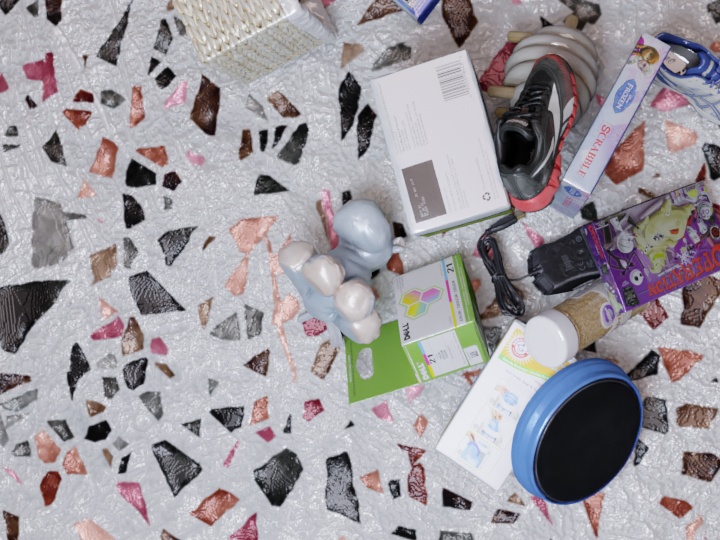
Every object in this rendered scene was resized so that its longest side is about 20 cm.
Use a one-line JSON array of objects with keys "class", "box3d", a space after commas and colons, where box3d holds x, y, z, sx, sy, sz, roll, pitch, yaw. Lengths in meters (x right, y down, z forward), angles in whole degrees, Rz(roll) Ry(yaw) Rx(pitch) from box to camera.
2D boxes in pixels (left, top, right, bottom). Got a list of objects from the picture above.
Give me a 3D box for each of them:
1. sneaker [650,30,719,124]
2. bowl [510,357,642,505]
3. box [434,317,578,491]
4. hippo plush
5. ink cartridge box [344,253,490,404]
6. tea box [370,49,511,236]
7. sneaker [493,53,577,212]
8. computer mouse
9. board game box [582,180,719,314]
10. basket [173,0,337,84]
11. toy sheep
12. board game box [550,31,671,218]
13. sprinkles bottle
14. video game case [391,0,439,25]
[{"class": "sneaker", "box3d": [0.451, -0.246, 1.363, 0.197, 0.088, 0.076, 26, 93, 7]}, {"class": "bowl", "box3d": [0.285, 0.213, 1.359, 0.198, 0.039, 0.204, -13, 118, -26]}, {"class": "box", "box3d": [0.196, 0.173, 1.402, 0.101, 0.112, 0.202, 32, 96, 8]}, {"class": "hippo plush", "box3d": [0.000, 0.000, 1.415, 0.158, 0.201, 0.161, 32, 68, 27]}, {"class": "ink cartridge box", "box3d": [0.061, 0.079, 1.402, 0.197, 0.149, 0.076, -19, 125, 9]}, {"class": "tea box", "box3d": [0.111, -0.158, 1.369, 0.131, 0.197, 0.204, -15, 90, 9]}, {"class": "sneaker", "box3d": [0.208, -0.177, 1.253, 0.070, 0.098, 0.204, 3, 71, 36]}, {"class": "computer mouse", "box3d": [0.258, -0.027, 1.427, 0.198, 0.046, 0.142, -27, 65, 2]}, {"class": "board game box", "box3d": [0.387, -0.032, 1.354, 0.197, 0.032, 0.122, -20, 92, -26]}, {"class": "basket", "box3d": [-0.156, -0.378, 1.415, 0.159, 0.200, 0.201, -27, 86, 11]}, {"class": "toy sheep", "box3d": [0.248, -0.256, 1.381, 0.136, 0.138, 0.203, 17, 72, 9]}, {"class": "board game box", "box3d": [0.309, -0.174, 1.321, 0.041, 0.200, 0.202, 29, 89, 7]}, {"class": "sprinkles bottle", "box3d": [0.294, 0.056, 1.345, 0.068, 0.198, 0.069, 26, 128, 39]}, {"class": "video game case", "box3d": [0.075, -0.479, 1.449, 0.181, 0.045, 0.201, 40, 98, 8]}]
